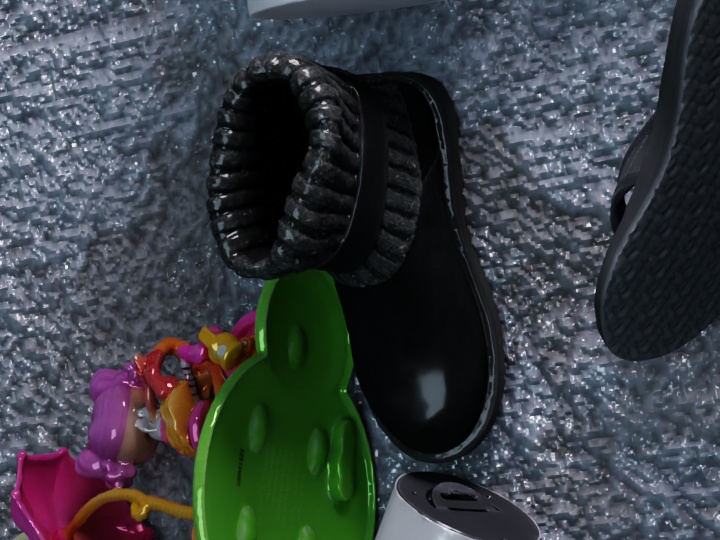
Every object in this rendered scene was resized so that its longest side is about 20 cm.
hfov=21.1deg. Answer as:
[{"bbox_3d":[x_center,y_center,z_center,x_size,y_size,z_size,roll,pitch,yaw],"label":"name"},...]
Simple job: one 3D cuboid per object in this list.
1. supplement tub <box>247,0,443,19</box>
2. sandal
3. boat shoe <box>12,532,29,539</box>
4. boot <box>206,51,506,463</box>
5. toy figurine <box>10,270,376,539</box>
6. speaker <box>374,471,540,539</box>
[{"bbox_3d":[-0.006,-0.229,0.929,0.144,0.145,0.202,-6,93,25],"label":"supplement tub"},{"bbox_3d":[0.158,-0.053,0.920,0.075,0.048,0.202,7,111,-21],"label":"sandal"},{"bbox_3d":[-0.133,0.217,1.078,0.199,0.063,0.074,28,105,19],"label":"boat shoe"},{"bbox_3d":[-0.002,0.000,0.943,0.079,0.158,0.213,-12,90,25],"label":"boot"},{"bbox_3d":[-0.105,0.098,1.031,0.183,0.150,0.202,-6,71,34],"label":"toy figurine"},{"bbox_3d":[0.023,0.207,0.997,0.081,0.081,0.201,25,105,20],"label":"speaker"}]
